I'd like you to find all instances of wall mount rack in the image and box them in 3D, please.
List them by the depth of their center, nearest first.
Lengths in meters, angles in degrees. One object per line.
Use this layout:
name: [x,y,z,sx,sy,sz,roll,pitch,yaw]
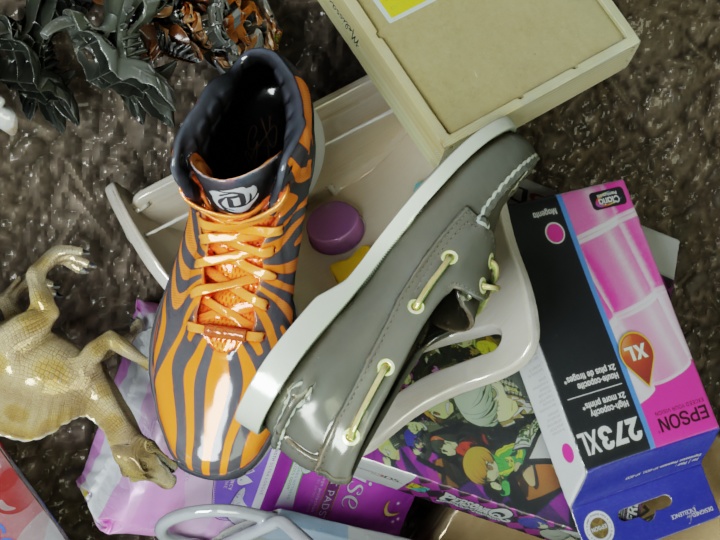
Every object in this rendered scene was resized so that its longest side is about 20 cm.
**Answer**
wall mount rack: [-0.007,0.171,0.816,0.199,0.173,0.075,19,57,-38]

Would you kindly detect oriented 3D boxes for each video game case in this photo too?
video game case: [0.088,0.044,0.877,0.180,0.036,0.201,21,65,-14]

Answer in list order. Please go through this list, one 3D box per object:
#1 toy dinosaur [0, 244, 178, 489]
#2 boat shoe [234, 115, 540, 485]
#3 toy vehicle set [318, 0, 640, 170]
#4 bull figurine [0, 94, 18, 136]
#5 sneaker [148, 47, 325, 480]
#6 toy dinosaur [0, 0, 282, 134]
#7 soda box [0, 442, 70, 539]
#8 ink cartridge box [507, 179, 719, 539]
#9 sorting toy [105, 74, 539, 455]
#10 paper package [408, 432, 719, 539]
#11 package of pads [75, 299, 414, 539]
toy dinosaur: [-0.171,0.037,0.766,0.199,0.058,0.101,23,53,0]
boat shoe: [0.026,0.011,0.698,0.202,0.060,0.072,-49,169,-26]
toy vehicle set: [0.036,-0.162,0.779,0.124,0.201,0.027,-28,165,-19]
bull figurine: [-0.231,-0.016,0.698,0.121,0.065,0.201,-5,134,-30]
sneaker: [-0.063,-0.008,0.698,0.077,0.112,0.202,5,78,4]
toy dinosaur: [-0.119,-0.143,0.750,0.199,0.102,0.136,32,66,-23]
soda box: [-0.188,0.165,0.829,0.070,0.063,0.201,-37,123,-15]
ink cartridge box: [0.137,0.053,0.855,0.094,0.037,0.201,-13,79,-26]
sorting toy: [0.000,0.000,0.786,0.199,0.181,0.107,-27,149,-4]
paper package: [0.155,0.168,0.963,0.200,0.103,0.191,37,88,1]
package of pads: [-0.054,0.096,0.878,0.199,0.076,0.121,13,105,-34]
